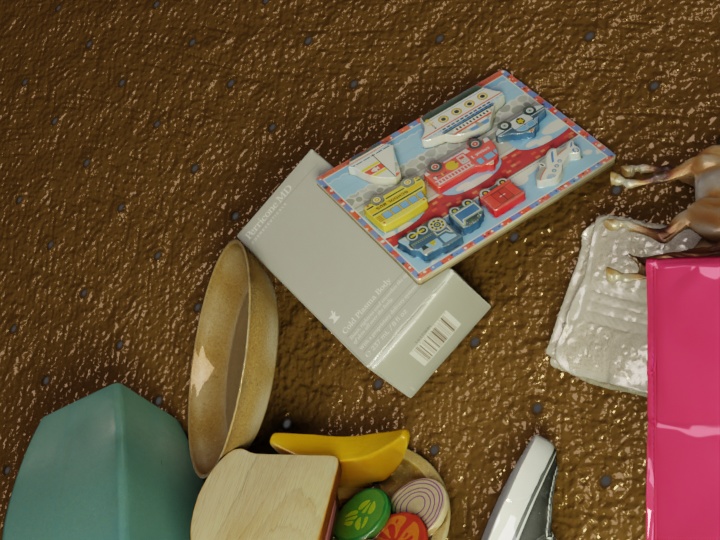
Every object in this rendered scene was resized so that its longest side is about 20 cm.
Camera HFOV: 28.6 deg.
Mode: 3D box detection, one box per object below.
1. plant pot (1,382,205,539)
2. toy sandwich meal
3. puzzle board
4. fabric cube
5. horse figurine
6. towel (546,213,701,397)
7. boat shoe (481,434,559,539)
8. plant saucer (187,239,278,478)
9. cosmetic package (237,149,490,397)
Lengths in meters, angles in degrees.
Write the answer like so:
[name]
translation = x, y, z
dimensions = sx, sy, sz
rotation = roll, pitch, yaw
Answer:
[plant pot]
translation = -0.210, 0.211, 1.191
dimensions = 0.141, 0.141, 0.201
rotation = -26, 50, 21
[toy sandwich meal]
translation = -0.032, 0.188, 1.080
dimensions = 0.204, 0.070, 0.206
rotation = -14, 38, 11
[puzzle board]
translation = 0.084, -0.084, 1.149
dimensions = 0.199, 0.017, 0.151
rotation = -31, 50, -17
[fabric cube]
translation = 0.297, 0.091, 0.846
dimensions = 0.198, 0.196, 0.201
rotation = -2, 85, 33
[horse figurine]
translation = 0.246, -0.049, 1.033
dimensions = 0.132, 0.050, 0.200
rotation = -6, 35, 22
[towel]
translation = 0.239, 0.033, 1.041
dimensions = 0.199, 0.034, 0.133
rotation = 11, 76, 36
[boat shoe]
translation = 0.117, 0.218, 1.018
dimensions = 0.067, 0.072, 0.201
rotation = 21, 63, 3
[plant saucer]
translation = -0.105, 0.076, 1.191
dimensions = 0.200, 0.035, 0.202
rotation = -171, 90, -73
[cosmetic package]
translation = 0.000, 0.000, 1.178
dimensions = 0.107, 0.090, 0.200
rotation = -50, 55, 1
